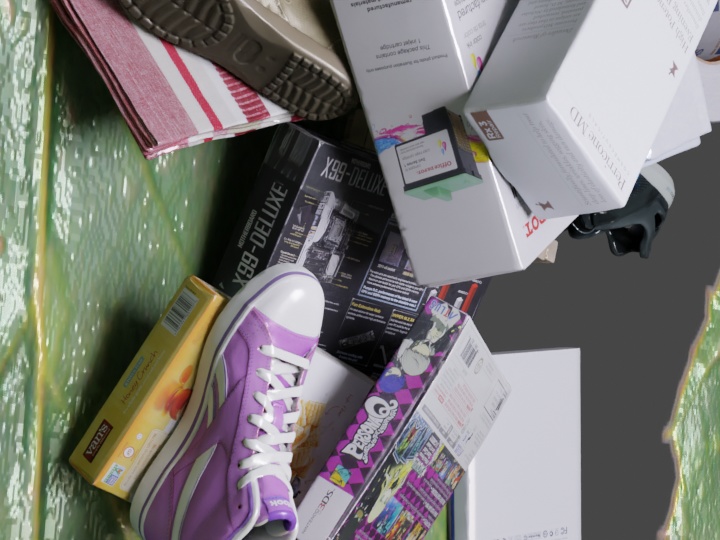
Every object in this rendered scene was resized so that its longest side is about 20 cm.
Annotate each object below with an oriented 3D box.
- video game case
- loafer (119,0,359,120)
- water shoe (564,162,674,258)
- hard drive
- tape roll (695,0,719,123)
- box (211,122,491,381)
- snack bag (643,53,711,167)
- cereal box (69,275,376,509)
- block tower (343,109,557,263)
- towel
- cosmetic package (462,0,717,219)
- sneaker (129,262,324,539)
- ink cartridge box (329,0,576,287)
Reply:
[{"bbox_3d":[0.031,0.125,1.472,0.182,0.036,0.200,-58,161,-7],"label":"video game case"},{"bbox_3d":[-0.080,-0.171,1.367,0.200,0.076,0.068,38,45,-23],"label":"loafer"},{"bbox_3d":[0.175,-0.066,1.682,0.199,0.071,0.080,24,76,-41],"label":"water shoe"},{"bbox_3d":[0.119,0.163,1.662,0.131,0.025,0.202,-2,92,-44],"label":"hard drive"},{"bbox_3d":[0.259,-0.218,1.767,0.199,0.066,0.202,1,89,-44],"label":"tape roll"},{"bbox_3d":[0.000,0.000,1.487,0.199,0.050,0.159,15,101,-41],"label":"box"},{"bbox_3d":[0.172,-0.159,1.464,0.200,0.021,0.190,-23,104,-53],"label":"snack bag"},{"bbox_3d":[-0.076,0.105,1.421,0.200,0.039,0.144,31,92,-43],"label":"cereal box"},{"bbox_3d":[0.065,-0.060,1.587,0.199,0.054,0.058,25,75,-42],"label":"block tower"},{"bbox_3d":[-0.097,-0.151,1.409,0.199,0.023,0.145,-17,70,-43],"label":"towel"},{"bbox_3d":[0.149,-0.140,1.365,0.102,0.074,0.201,50,51,-33],"label":"cosmetic package"},{"bbox_3d":[-0.056,0.102,1.332,0.072,0.114,0.202,19,98,-40],"label":"sneaker"},{"bbox_3d":[0.071,-0.110,1.405,0.145,0.083,0.201,-40,117,-55],"label":"ink cartridge box"}]
